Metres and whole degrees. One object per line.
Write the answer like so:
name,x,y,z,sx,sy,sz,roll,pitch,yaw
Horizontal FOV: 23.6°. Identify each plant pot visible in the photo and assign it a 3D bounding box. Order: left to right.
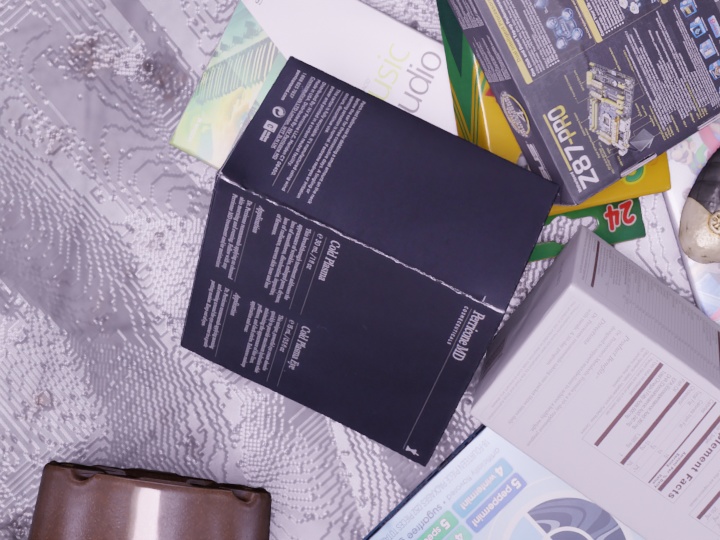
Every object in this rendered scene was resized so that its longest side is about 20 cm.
plant pot,-0.140,0.229,1.098,0.198,0.200,0.201,8,85,4

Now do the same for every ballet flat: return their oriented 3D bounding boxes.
ballet flat,0.279,-0.081,1.098,0.200,0.057,0.067,-43,87,4

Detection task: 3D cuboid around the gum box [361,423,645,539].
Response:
gum box,0.113,0.210,1.143,0.170,0.045,0.200,-44,88,5

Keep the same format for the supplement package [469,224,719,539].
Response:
supplement package,0.184,0.086,1.079,0.199,0.114,0.110,36,113,-3

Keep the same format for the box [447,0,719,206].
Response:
box,0.144,-0.164,1.054,0.160,0.049,0.201,-32,102,-14

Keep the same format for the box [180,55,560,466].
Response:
box,0.000,0.000,1.061,0.181,0.201,0.105,27,56,3

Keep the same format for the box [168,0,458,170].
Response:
box,-0.009,-0.102,1.147,0.199,0.036,0.145,27,93,4

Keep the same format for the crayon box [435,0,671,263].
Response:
crayon box,0.125,-0.107,1.103,0.126,0.051,0.202,-13,97,-17

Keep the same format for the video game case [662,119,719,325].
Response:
video game case,0.273,-0.051,1.136,0.142,0.018,0.202,-17,90,5
